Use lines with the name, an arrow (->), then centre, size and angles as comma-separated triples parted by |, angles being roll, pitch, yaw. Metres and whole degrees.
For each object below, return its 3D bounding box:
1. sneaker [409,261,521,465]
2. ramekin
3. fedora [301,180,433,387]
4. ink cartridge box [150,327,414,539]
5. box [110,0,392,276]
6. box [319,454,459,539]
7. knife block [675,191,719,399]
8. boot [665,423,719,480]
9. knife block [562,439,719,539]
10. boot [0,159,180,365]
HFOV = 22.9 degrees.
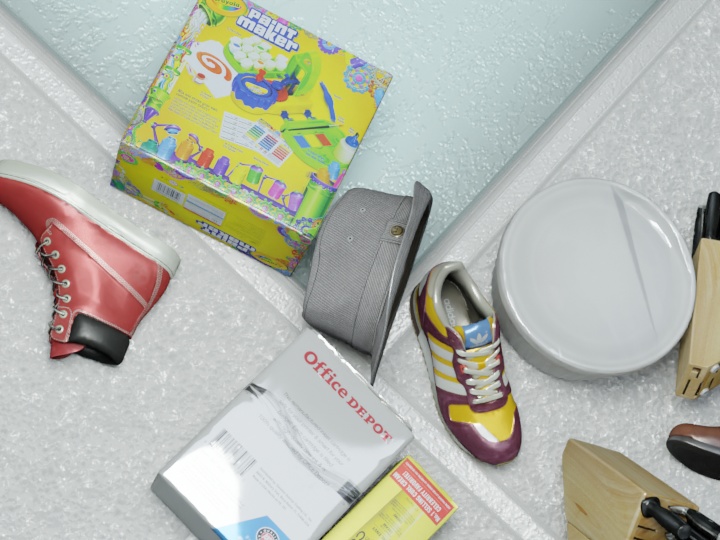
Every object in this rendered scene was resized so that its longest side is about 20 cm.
sneaker -> 0.105, 0.089, 1.701 | 0.075, 0.090, 0.201 | -20, 78, -19
ramekin -> 0.221, 0.017, 1.751 | 0.201, 0.094, 0.203 | 4, 72, -12
fedora -> 0.000, 0.000, 1.664 | 0.090, 0.177, 0.201 | 18, 68, 4
ink cartridge box -> -0.071, 0.175, 1.633 | 0.145, 0.084, 0.200 | 45, 69, 3
box -> -0.105, -0.135, 1.703 | 0.199, 0.122, 0.193 | 28, 69, -3
box -> -0.003, 0.265, 1.639 | 0.200, 0.050, 0.075 | -41, 85, -22
knife block -> 0.354, 0.013, 1.783 | 0.199, 0.064, 0.176 | -28, 62, -21
boot -> 0.400, 0.110, 1.782 | 0.187, 0.069, 0.201 | 8, 67, -3
knife block -> 0.263, 0.219, 1.623 | 0.064, 0.176, 0.201 | 18, 52, -24
boot -> -0.285, -0.002, 1.647 | 0.200, 0.072, 0.145 | 32, 70, -6
